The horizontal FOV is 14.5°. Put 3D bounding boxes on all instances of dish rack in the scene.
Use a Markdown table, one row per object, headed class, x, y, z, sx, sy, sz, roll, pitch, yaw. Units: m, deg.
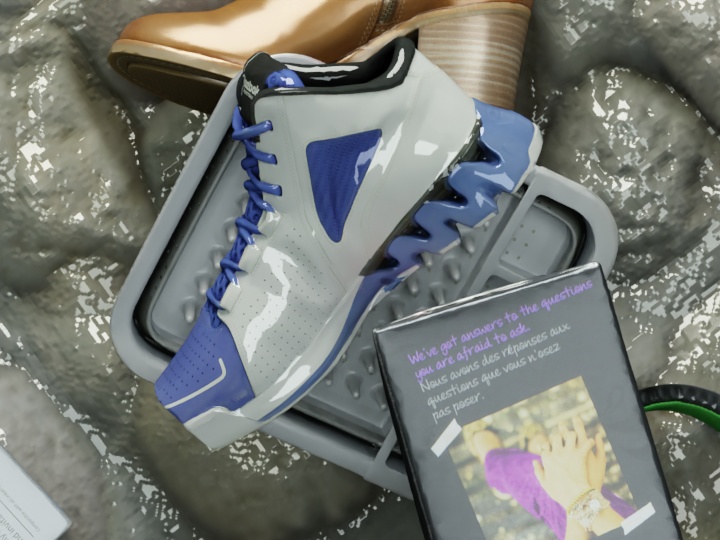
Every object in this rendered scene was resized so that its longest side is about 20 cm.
| class | x | y | z | sx | sy | sz | roll | pitch | yaw |
| --- | --- | --- | --- | --- | --- | --- | --- | --- | --- |
| dish rack | 0.000 | 0.000 | 1.303 | 0.199 | 0.044 | 0.172 | 24 | 108 | -16 |

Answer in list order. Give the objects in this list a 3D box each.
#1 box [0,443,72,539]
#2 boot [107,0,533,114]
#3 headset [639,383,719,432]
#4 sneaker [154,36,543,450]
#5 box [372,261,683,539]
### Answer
| class | x | y | z | sx | sy | sz | roll | pitch | yaw |
| --- | --- | --- | --- | --- | --- | --- | --- | --- | --- |
| box | -0.257 | 0.128 | 1.302 | 0.200 | 0.041 | 0.156 | -43 | 91 | -6 |
| boot | -0.016 | -0.151 | 1.334 | 0.198 | 0.077 | 0.156 | 2 | 79 | 4 |
| headset | 0.111 | 0.136 | 1.339 | 0.199 | 0.094 | 0.124 | -27 | 90 | -23 |
| sneaker | -0.029 | -0.030 | 1.230 | 0.199 | 0.081 | 0.115 | -44 | 106 | 4 |
| box | 0.080 | 0.109 | 1.229 | 0.105 | 0.122 | 0.201 | -16 | 86 | 0 |
